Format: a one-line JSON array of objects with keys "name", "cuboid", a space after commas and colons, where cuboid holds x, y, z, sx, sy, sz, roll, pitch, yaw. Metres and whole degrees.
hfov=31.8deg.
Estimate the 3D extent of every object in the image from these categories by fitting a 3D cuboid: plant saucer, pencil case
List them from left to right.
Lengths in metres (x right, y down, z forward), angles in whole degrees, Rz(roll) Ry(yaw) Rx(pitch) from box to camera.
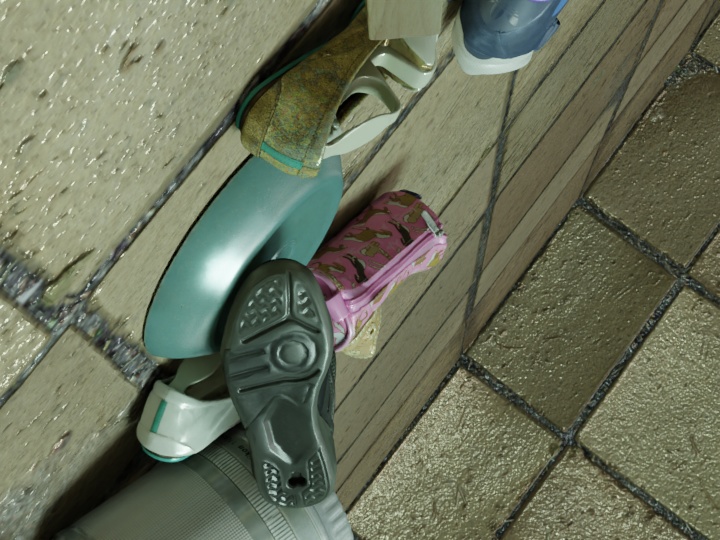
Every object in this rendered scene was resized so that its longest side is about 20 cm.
[{"name": "plant saucer", "cuboid": [-0.068, -0.013, 0.859, 0.200, 0.036, 0.200, -52, 170, -13]}, {"name": "pencil case", "cuboid": [0.000, 0.000, 1.077, 0.200, 0.083, 0.087, -39, 163, -52]}]

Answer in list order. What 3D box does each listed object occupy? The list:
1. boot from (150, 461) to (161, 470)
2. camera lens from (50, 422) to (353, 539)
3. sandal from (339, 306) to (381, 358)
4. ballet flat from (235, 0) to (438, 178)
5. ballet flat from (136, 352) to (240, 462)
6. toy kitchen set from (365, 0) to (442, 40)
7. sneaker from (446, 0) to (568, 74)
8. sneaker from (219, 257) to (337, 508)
[{"name": "boot", "cuboid": [-0.178, 0.261, 1.105, 0.073, 0.090, 0.201, -39, 162, -54]}, {"name": "camera lens", "cuboid": [-0.123, 0.223, 0.947, 0.199, 0.160, 0.160, -33, 161, -29]}, {"name": "sandal", "cuboid": [-0.001, 0.046, 1.187, 0.077, 0.070, 0.212, -21, -169, 30]}, {"name": "ballet flat", "cuboid": [0.007, -0.122, 0.757, 0.200, 0.070, 0.071, -47, 168, -34]}, {"name": "ballet flat", "cuboid": [-0.100, 0.080, 0.967, 0.070, 0.069, 0.200, -59, 168, 28]}, {"name": "toy kitchen set", "cuboid": [0.093, -0.226, 0.580, 0.181, 0.198, 0.165, 83, 3, -76]}, {"name": "sneaker", "cuboid": [0.138, -0.233, 0.982, 0.200, 0.080, 0.147, -51, 178, -34]}, {"name": "sneaker", "cuboid": [-0.055, 0.057, 0.870, 0.115, 0.075, 0.201, -101, -177, -51]}]
